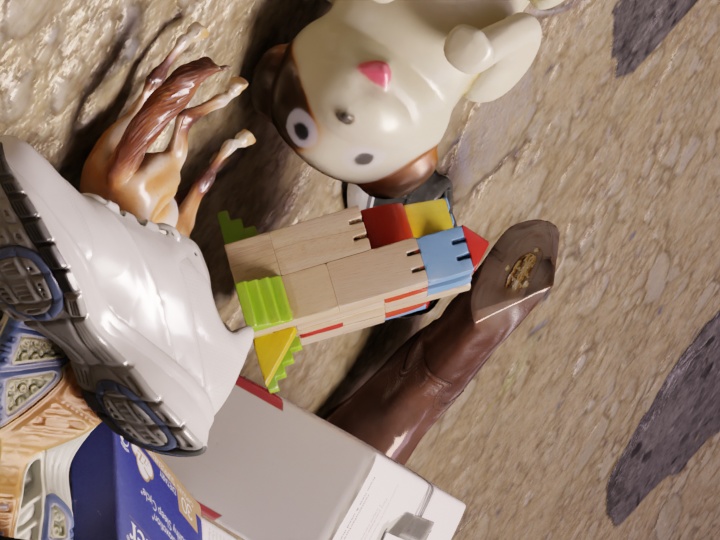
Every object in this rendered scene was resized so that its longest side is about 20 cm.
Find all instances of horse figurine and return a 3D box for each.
[{"bbox_3d":[-0.104,-0.044,1.519,0.133,0.050,0.200,-53,163,-22],"label":"horse figurine"}]

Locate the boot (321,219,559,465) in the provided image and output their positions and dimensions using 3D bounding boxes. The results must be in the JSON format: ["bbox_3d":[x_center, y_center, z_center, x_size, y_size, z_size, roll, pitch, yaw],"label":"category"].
[{"bbox_3d":[0.046,0.065,1.870,0.186,0.064,0.200,-55,-175,-34],"label":"boot"}]

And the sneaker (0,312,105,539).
[{"bbox_3d":[-0.180,0.077,1.499,0.075,0.088,0.200,18,89,-32],"label":"sneaker"}]

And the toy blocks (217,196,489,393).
[{"bbox_3d":[0.000,0.000,1.623,0.137,0.100,0.200,-16,174,-2],"label":"toy blocks"}]

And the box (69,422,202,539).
[{"bbox_3d":[-0.115,0.178,1.528,0.121,0.032,0.200,58,22,-48],"label":"box"}]

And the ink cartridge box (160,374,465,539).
[{"bbox_3d":[-0.038,0.128,1.758,0.083,0.147,0.200,-61,159,-3],"label":"ink cartridge box"}]

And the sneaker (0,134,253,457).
[{"bbox_3d":[-0.126,0.003,1.441,0.087,0.074,0.200,-56,130,-29],"label":"sneaker"}]

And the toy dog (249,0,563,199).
[{"bbox_3d":[0.025,-0.141,1.596,0.200,0.140,0.194,-56,-165,-12],"label":"toy dog"}]

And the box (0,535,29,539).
[{"bbox_3d":[-0.243,0.226,1.417,0.164,0.086,0.200,10,114,-27],"label":"box"}]

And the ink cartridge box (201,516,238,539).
[{"bbox_3d":[-0.076,0.242,1.650,0.044,0.200,0.174,-28,136,26],"label":"ink cartridge box"}]

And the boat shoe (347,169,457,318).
[{"bbox_3d":[0.034,-0.015,1.842,0.069,0.057,0.200,-51,159,-16],"label":"boat shoe"}]
